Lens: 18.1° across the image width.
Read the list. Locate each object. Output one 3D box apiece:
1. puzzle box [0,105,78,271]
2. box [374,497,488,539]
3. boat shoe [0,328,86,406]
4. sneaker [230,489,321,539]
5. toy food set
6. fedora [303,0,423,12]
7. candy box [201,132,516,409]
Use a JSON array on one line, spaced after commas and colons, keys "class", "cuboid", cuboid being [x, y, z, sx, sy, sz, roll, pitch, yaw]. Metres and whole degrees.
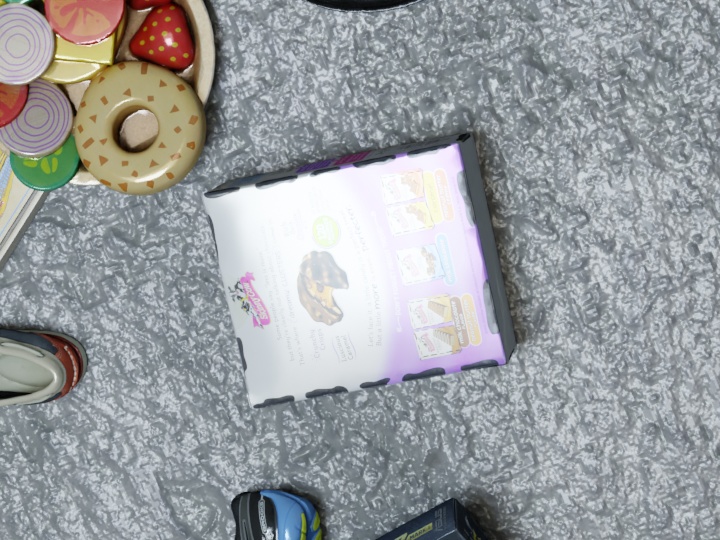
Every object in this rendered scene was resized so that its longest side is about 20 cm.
[{"class": "puzzle box", "cuboid": [-0.309, -0.076, 1.746, 0.133, 0.025, 0.200, 34, 105, 3]}, {"class": "box", "cuboid": [0.061, 0.287, 1.700, 0.157, 0.051, 0.200, -32, 111, 15]}, {"class": "boat shoe", "cuboid": [-0.315, 0.079, 1.759, 0.199, 0.063, 0.071, -1, 103, 13]}, {"class": "sneaker", "cuboid": [-0.084, 0.263, 1.751, 0.082, 0.071, 0.200, 16, 104, 25]}, {"class": "toy food set", "cuboid": [-0.207, -0.157, 1.680, 0.197, 0.049, 0.201, 6, 92, 4]}, {"class": "fedora", "cuboid": [-0.001, -0.273, 1.609, 0.200, 0.092, 0.201, 2, 101, 11]}, {"class": "candy box", "cuboid": [0.000, 0.000, 1.674, 0.199, 0.072, 0.168, -10, 99, 13]}]
